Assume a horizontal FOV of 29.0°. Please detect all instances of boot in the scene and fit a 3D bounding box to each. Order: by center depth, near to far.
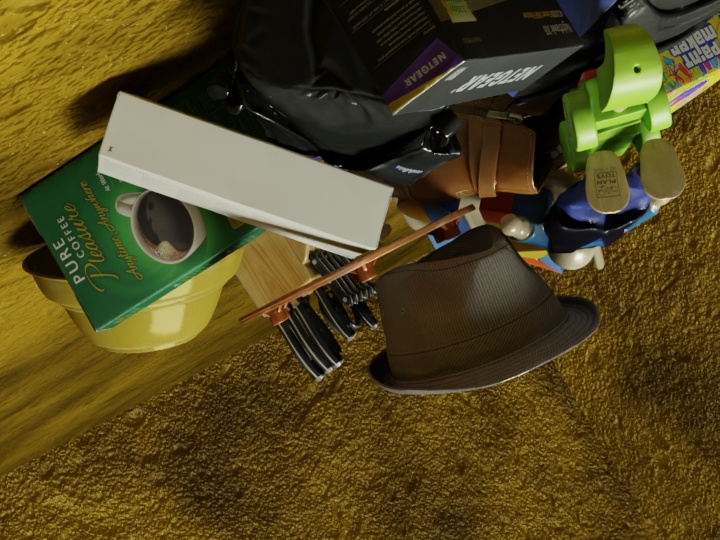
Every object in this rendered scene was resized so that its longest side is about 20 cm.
[{"bbox_3d":[0.083,-0.142,1.055,0.153,0.202,0.077,2,150,29],"label":"boot"}]

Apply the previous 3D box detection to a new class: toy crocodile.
[{"bbox_3d":[0.170,-0.111,0.957,0.067,0.063,0.200,-14,171,4],"label":"toy crocodile"}]

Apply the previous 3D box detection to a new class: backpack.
[{"bbox_3d":[-0.003,-0.135,0.942,0.200,0.165,0.128,84,21,-84],"label":"backpack"},{"bbox_3d":[0.186,-0.235,0.972,0.198,0.170,0.162,-20,176,-27],"label":"backpack"}]

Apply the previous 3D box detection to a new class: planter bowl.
[{"bbox_3d":[-0.188,0.019,1.210,0.197,0.085,0.201,-5,-165,1],"label":"planter bowl"}]

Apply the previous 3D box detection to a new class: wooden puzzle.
[{"bbox_3d":[0.103,-0.046,1.186,0.185,0.198,0.047,51,55,-67],"label":"wooden puzzle"}]

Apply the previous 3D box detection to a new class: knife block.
[{"bbox_3d":[-0.077,0.001,1.299,0.198,0.178,0.064,13,-164,26],"label":"knife block"}]

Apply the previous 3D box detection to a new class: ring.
[{"bbox_3d":[0.000,0.000,1.058,0.199,0.019,0.200,-27,-179,0],"label":"ring"}]

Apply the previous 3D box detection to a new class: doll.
[{"bbox_3d":[0.168,-0.042,1.021,0.135,0.049,0.200,-13,169,-6],"label":"doll"}]

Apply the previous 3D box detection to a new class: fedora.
[{"bbox_3d":[0.080,0.022,1.063,0.175,0.091,0.200,-24,-172,-18],"label":"fedora"}]

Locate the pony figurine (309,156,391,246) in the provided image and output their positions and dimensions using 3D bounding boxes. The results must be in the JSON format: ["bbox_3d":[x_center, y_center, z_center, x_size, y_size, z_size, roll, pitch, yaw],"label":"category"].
[{"bbox_3d":[-0.076,-0.085,1.157,0.198,0.168,0.193,-24,-167,-15],"label":"pony figurine"}]

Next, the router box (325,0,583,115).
[{"bbox_3d":[0.037,-0.174,0.783,0.052,0.158,0.200,-33,175,28],"label":"router box"}]

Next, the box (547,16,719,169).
[{"bbox_3d":[0.193,-0.210,1.158,0.199,0.194,0.122,-27,174,-44],"label":"box"}]

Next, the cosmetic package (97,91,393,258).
[{"bbox_3d":[-0.082,-0.065,0.975,0.083,0.198,0.051,171,-63,-78],"label":"cosmetic package"}]

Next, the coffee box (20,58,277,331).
[{"bbox_3d":[-0.145,-0.056,1.059,0.199,0.124,0.044,-33,178,7],"label":"coffee box"}]
